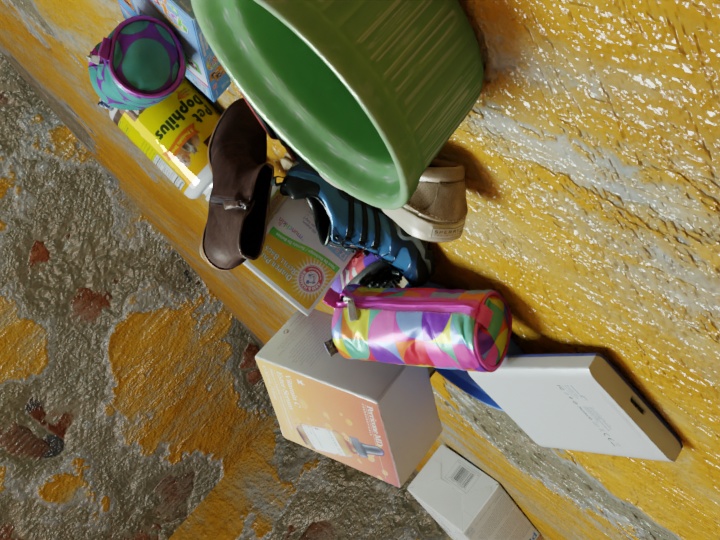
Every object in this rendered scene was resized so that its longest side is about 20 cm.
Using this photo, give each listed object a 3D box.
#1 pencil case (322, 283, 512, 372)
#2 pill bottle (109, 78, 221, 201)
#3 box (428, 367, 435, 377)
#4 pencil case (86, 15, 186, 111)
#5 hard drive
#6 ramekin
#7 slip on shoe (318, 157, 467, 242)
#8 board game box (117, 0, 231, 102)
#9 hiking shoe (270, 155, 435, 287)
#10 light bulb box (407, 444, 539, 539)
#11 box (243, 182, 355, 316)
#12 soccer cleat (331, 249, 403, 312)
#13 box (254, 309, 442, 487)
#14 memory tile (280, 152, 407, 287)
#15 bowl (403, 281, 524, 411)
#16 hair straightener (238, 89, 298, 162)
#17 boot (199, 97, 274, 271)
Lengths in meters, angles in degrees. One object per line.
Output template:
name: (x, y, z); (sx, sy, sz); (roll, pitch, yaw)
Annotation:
pencil case: (0.057, 0.058, 0.986); (0.196, 0.090, 0.089); (1, 144, 34)
pill bottle: (-0.228, -0.174, 1.257); (0.200, 0.109, 0.109); (45, 168, -7)
box: (0.035, 0.116, 1.357); (0.128, 0.109, 0.200); (43, 169, 0)
pencil case: (-0.249, -0.222, 1.038); (0.091, 0.087, 0.199); (16, 179, -22)
hard drive: (0.205, 0.133, 0.942); (0.132, 0.026, 0.199); (45, 158, -16)
ramekin: (-0.011, -0.147, 0.634); (0.199, 0.098, 0.200); (42, 168, 11)
slip on shoe: (0.023, -0.091, 0.820); (0.200, 0.075, 0.062); (43, 132, 50)
board game box: (-0.208, -0.278, 1.009); (0.151, 0.037, 0.200); (43, 170, 6)
hiking shoe: (-0.004, -0.047, 0.982); (0.200, 0.087, 0.074); (48, 167, -19)
light bulb box: (0.232, 0.498, 1.960); (0.197, 0.125, 0.201); (27, 160, 53)
box: (-0.096, -0.036, 1.157); (0.112, 0.102, 0.200); (39, 176, -20)
soccer cleat: (0.000, 0.000, 1.124); (0.200, 0.067, 0.075); (126, 130, -70)
box: (-0.014, 0.156, 1.202); (0.197, 0.106, 0.155); (15, 135, 35)
memory tile: (-0.013, -0.057, 1.154); (0.199, 0.017, 0.154); (36, 166, 34)
bowl: (0.117, 0.086, 1.109); (0.199, 0.040, 0.201); (37, 164, 13)
hair straightener: (-0.062, -0.126, 1.015); (0.077, 0.041, 0.201); (34, 160, 39)
boot: (-0.117, -0.100, 1.014); (0.071, 0.205, 0.166); (15, 170, -23)
